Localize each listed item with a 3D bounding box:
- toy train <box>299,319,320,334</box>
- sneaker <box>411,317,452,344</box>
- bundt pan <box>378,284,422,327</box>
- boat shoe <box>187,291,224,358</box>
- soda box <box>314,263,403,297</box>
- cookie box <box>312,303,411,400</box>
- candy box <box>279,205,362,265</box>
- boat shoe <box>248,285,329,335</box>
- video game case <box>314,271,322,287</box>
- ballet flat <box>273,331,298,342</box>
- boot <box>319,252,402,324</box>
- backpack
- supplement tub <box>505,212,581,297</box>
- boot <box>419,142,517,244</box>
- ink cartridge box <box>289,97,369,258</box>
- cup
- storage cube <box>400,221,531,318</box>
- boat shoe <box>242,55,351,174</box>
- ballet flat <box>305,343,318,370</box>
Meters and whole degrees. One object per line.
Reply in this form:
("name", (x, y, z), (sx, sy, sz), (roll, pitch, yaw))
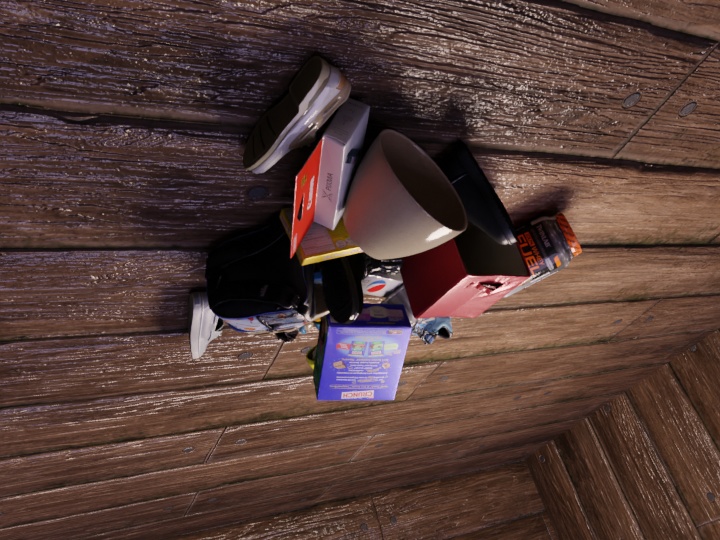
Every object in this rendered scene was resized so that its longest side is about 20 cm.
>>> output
("toy train", (-0.096, 0.075, 1.379), (0.113, 0.086, 0.201), (-8, 151, 7))
("sneaker", (0.155, 0.136, 1.606), (0.197, 0.091, 0.079), (1, 144, -31))
("bundt pan", (0.126, 0.071, 1.428), (0.200, 0.076, 0.202), (-33, 168, -8))
("boat shoe", (-0.310, 0.114, 1.310), (0.070, 0.071, 0.202), (-4, 144, -20))
("soda box", (0.000, 0.000, 1.314), (0.198, 0.069, 0.063), (13, 138, -44))
("cookie box", (-0.002, 0.165, 1.298), (0.167, 0.076, 0.203), (2, 126, -13))
("candy box", (-0.032, -0.074, 1.111), (0.197, 0.103, 0.027), (-13, 151, -31))
("boat shoe", (-0.137, 0.081, 1.227), (0.196, 0.073, 0.065), (-15, 148, 11))
("video game case", (-0.131, 0.054, 1.285), (0.196, 0.018, 0.143), (-6, 148, 23))
("ballet flat", (-0.187, 0.093, 1.299), (0.066, 0.047, 0.200), (-9, 146, 26))
("boot", (0.010, 0.004, 1.189), (0.155, 0.215, 0.079), (10, 143, -33))
("backpack", (-0.173, 0.019, 1.143), (0.186, 0.204, 0.155), (-8, 150, 6))
("supplement tub", (0.373, -0.037, 1.424), (0.198, 0.124, 0.122), (-29, 149, 14))
("boot", (0.160, -0.096, 1.136), (0.167, 0.202, 0.076), (-34, 169, 21))
("ink cartridge box", (-0.048, -0.130, 0.987), (0.043, 0.175, 0.201), (22, 146, 6))
("cup", (0.054, -0.101, 1.042), (0.143, 0.203, 0.198), (-40, 145, 27))
("storage cube", (0.191, -0.021, 1.272), (0.168, 0.203, 0.180), (1, 151, -33))
("boat shoe", (-0.091, -0.205, 0.920), (0.068, 0.076, 0.199), (19, 131, -40))
("ballet flat", (-0.033, 0.146, 1.364), (0.198, 0.067, 0.067), (-35, 133, 13))
